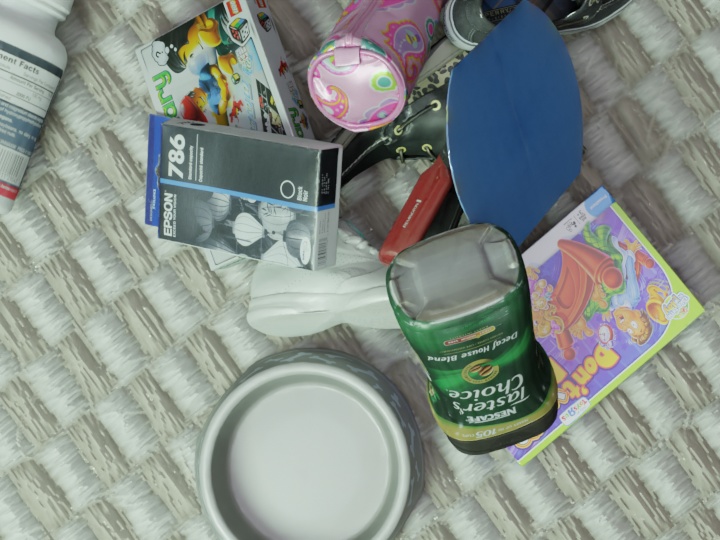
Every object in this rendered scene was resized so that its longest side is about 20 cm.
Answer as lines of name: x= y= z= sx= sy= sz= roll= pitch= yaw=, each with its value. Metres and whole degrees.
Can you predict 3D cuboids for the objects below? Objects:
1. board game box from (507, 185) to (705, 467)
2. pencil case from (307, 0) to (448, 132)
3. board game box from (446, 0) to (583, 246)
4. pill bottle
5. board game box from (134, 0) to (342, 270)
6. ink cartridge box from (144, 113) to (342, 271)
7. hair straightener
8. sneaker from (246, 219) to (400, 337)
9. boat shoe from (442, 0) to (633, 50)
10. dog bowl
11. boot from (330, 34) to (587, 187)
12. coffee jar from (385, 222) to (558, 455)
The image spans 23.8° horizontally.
board game box: x=0.166 y=0.046 z=1.420 sx=0.200 sy=0.045 sz=0.135 roll=-41 pitch=86 yaw=0
pencil case: x=0.021 y=-0.199 z=1.370 sx=0.087 sy=0.088 sz=0.201 roll=19 pitch=45 yaw=3
board game box: x=0.107 y=-0.111 z=1.329 sx=0.039 sy=0.200 sz=0.159 roll=0 pitch=123 yaw=37
pill bottle: x=-0.311 y=-0.160 z=1.416 sx=0.119 sy=0.120 sz=0.202 roll=20 pitch=88 yaw=4
board game box: x=-0.102 y=-0.115 z=1.419 sx=0.126 sy=0.035 sz=0.202 roll=-22 pitch=85 yaw=33
ink cartridge box: x=-0.107 y=-0.065 z=1.386 sx=0.198 sy=0.039 sz=0.101 roll=11 pitch=105 yaw=32
hair straightener: x=0.083 y=-0.075 z=1.364 sx=0.041 sy=0.077 sz=0.201 roll=7 pitch=66 yaw=43
sneaker: x=0.000 y=0.000 z=1.405 sx=0.198 sy=0.075 sz=0.089 roll=-4 pitch=67 yaw=19
boat shoe: x=0.161 y=-0.229 z=1.389 sx=0.198 sy=0.066 sz=0.071 roll=-16 pitch=92 yaw=-25
dog bowl: x=-0.044 y=0.164 z=1.419 sx=0.198 sy=0.059 sz=0.202 roll=0 pitch=88 yaw=2
boot: x=0.072 y=-0.094 z=1.419 sx=0.203 sy=0.073 sz=0.154 roll=-42 pitch=89 yaw=1
coffee jar: x=0.090 y=0.059 z=1.308 sx=0.103 sy=0.201 sz=0.086 roll=-19 pitch=51 yaw=3
